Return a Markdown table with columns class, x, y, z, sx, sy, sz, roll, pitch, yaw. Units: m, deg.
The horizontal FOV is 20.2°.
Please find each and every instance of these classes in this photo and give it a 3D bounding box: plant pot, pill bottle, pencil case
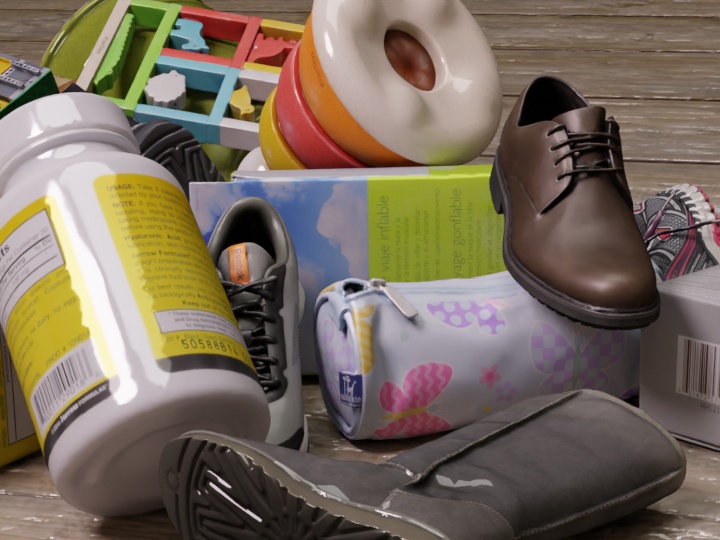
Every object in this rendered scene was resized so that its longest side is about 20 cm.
| class | x | y | z | sx | sy | sz | roll | pitch | yaw |
| --- | --- | --- | --- | --- | --- | --- | --- | --- | --- |
| plant pot | -0.114 | -0.096 | 1.521 | 0.200 | 0.201 | 0.193 | -16 | 32 | -43 |
| pill bottle | -0.126 | 0.012 | 1.011 | 0.111 | 0.111 | 0.200 | -9 | 58 | -24 |
| pencil case | 0.072 | 0.038 | 1.120 | 0.199 | 0.091 | 0.083 | -6 | 15 | -18 |

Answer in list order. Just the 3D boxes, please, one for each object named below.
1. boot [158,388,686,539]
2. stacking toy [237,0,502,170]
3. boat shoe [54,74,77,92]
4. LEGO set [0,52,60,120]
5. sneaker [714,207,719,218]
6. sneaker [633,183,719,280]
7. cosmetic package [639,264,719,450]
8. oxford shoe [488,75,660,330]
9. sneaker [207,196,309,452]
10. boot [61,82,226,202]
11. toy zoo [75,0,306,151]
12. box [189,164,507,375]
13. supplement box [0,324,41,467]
| class | x | y | z | sx | sy | sz | roll | pitch | yaw |
| --- | --- | --- | --- | --- | --- | --- | --- | --- | --- |
| boot | 0.032 | 0.094 | 0.945 | 0.181 | 0.073 | 0.200 | 22 | 31 | 28 |
| stacking toy | -0.019 | -0.096 | 1.308 | 0.146 | 0.146 | 0.200 | -17 | -13 | -46 |
| boat shoe | -0.226 | -0.062 | 1.409 | 0.074 | 0.076 | 0.200 | -8 | 52 | 19 |
| LEGO set | -0.250 | -0.049 | 1.262 | 0.116 | 0.200 | 0.154 | 20 | 60 | 35 |
| sneaker | 0.293 | -0.007 | 1.324 | 0.088 | 0.076 | 0.200 | 4 | 9 | -26 |
| sneaker | 0.196 | -0.004 | 1.290 | 0.074 | 0.081 | 0.200 | -6 | 15 | -6 |
| cosmetic package | 0.255 | 0.036 | 1.117 | 0.200 | 0.091 | 0.107 | -10 | 16 | -40 |
| oxford shoe | 0.113 | -0.041 | 1.086 | 0.072 | 0.085 | 0.200 | -1 | 35 | -15 |
| sneaker | -0.066 | 0.038 | 1.088 | 0.074 | 0.080 | 0.200 | -2 | 40 | -2 |
| boot | -0.133 | -0.036 | 1.314 | 0.066 | 0.165 | 0.200 | -32 | 22 | -20 |
| toy zoo | -0.091 | -0.136 | 1.426 | 0.199 | 0.021 | 0.131 | 10 | 43 | 5 |
| box | 0.000 | 0.000 | 1.210 | 0.199 | 0.122 | 0.048 | -1 | 8 | 0 |
| supplement box | -0.232 | 0.046 | 1.091 | 0.109 | 0.109 | 0.200 | 7 | 16 | 31 |
